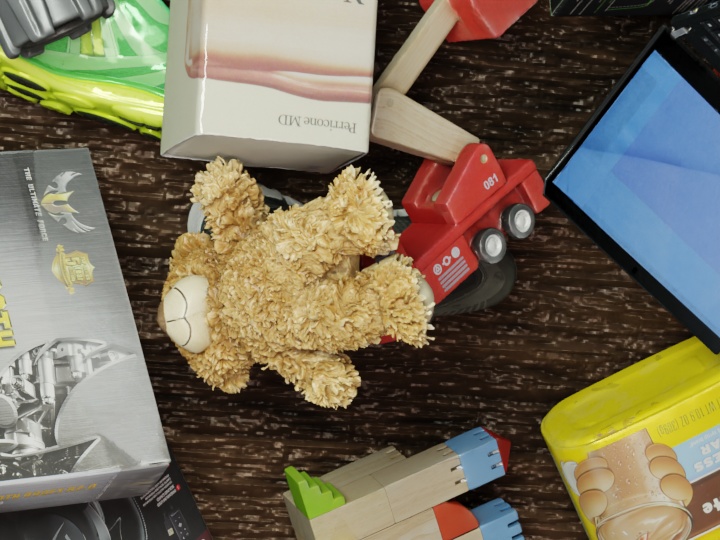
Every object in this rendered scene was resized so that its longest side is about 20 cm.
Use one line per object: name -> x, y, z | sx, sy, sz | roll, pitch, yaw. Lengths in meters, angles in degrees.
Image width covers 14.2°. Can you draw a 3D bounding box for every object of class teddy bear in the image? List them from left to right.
teddy bear -> -0.043, 0.010, 1.572 | 0.067, 0.199, 0.146 | -41, 125, -42

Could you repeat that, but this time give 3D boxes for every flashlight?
flashlight -> -0.201, -0.216, 1.558 | 0.068, 0.068, 0.201 | -24, 88, -10

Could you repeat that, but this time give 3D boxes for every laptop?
laptop -> 0.236, -0.060, 1.609 | 0.199, 0.104, 0.177 | -16, 136, 40

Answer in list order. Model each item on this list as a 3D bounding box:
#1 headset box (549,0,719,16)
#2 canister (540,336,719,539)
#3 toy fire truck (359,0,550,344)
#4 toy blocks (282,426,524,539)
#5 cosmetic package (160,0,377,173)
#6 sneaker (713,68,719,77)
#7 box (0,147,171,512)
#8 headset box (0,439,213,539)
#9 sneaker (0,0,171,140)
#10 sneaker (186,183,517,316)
headset box -> 0.204, -0.237, 1.604 | 0.199, 0.093, 0.175 | -2, 79, -10
canister -> 0.210, 0.154, 1.783 | 0.148, 0.087, 0.201 | -26, 110, -2
toy fire truck -> 0.040, -0.068, 1.640 | 0.200, 0.049, 0.141 | -41, 114, -29
toy blocks -> 0.042, 0.183, 1.764 | 0.136, 0.100, 0.201 | -22, 112, -15
cosmetic package -> -0.047, -0.161, 1.580 | 0.103, 0.087, 0.201 | 4, 83, -16
sneaker -> 0.274, -0.050, 1.733 | 0.077, 0.073, 0.201 | -27, 116, -14
box -> -0.204, 0.033, 1.584 | 0.158, 0.201, 0.048 | -5, 154, -25
headset box -> -0.180, 0.137, 1.670 | 0.149, 0.077, 0.201 | -39, 118, -34
sneaker -> -0.153, -0.131, 1.630 | 0.199, 0.074, 0.084 | 19, 79, -13
sneaker -> 0.000, 0.000, 1.684 | 0.199, 0.091, 0.067 | 11, 108, -14
